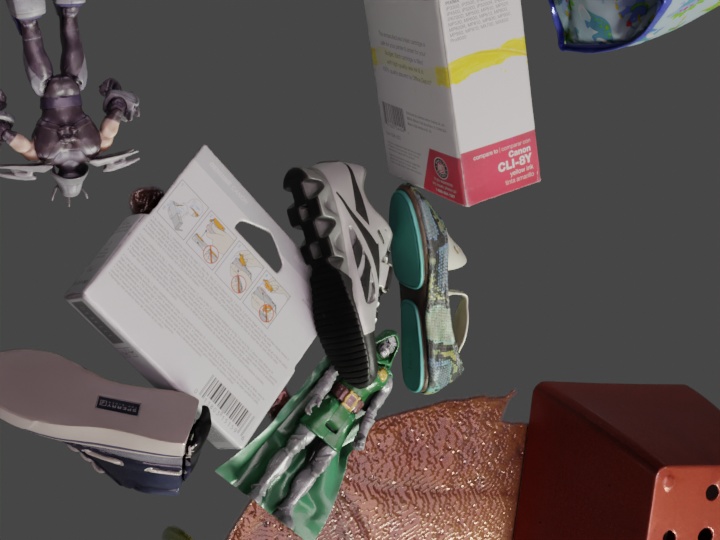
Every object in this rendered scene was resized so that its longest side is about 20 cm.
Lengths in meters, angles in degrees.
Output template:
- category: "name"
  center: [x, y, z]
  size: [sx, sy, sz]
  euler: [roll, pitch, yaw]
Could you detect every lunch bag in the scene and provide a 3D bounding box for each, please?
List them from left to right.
- category: "lunch bag"
  center: [0.277, -0.275, 1.191]
  size: [0.168, 0.200, 0.129]
  euler: [-27, 110, -16]

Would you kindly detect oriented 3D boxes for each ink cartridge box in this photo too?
- category: "ink cartridge box"
  center: [-0.130, 0.024, 1.150]
  size: [0.200, 0.043, 0.174]
  euler: [48, 60, -23]
- category: "ink cartridge box"
  center: [0.075, -0.174, 1.136]
  size: [0.082, 0.145, 0.203]
  euler: [-18, 113, -21]

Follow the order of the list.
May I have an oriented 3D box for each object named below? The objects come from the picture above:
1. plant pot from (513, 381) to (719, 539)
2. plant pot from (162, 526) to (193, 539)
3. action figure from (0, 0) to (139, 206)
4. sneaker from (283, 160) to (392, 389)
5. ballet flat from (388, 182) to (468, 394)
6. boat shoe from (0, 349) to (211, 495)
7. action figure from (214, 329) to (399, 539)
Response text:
- category: "plant pot"
  center: [0.284, 0.230, 1.298]
  size: [0.197, 0.176, 0.203]
  euler: [3, 98, -25]
- category: "plant pot"
  center: [-0.181, 0.347, 1.077]
  size: [0.189, 0.199, 0.202]
  euler: [-31, 110, -24]
- category: "action figure"
  center: [-0.239, -0.150, 1.058]
  size: [0.129, 0.069, 0.203]
  euler: [-12, 108, -29]
- category: "sneaker"
  center: [0.000, 0.000, 1.177]
  size: [0.088, 0.074, 0.203]
  euler: [-15, 95, -35]
- category: "ballet flat"
  center: [0.066, 0.013, 1.223]
  size: [0.073, 0.074, 0.203]
  euler: [-12, 113, -22]
- category: "boat shoe"
  center: [-0.226, 0.134, 1.110]
  size: [0.197, 0.075, 0.093]
  euler: [17, 136, 0]
- category: "action figure"
  center: [-0.027, 0.135, 1.212]
  size: [0.118, 0.055, 0.201]
  euler: [40, 78, -22]
